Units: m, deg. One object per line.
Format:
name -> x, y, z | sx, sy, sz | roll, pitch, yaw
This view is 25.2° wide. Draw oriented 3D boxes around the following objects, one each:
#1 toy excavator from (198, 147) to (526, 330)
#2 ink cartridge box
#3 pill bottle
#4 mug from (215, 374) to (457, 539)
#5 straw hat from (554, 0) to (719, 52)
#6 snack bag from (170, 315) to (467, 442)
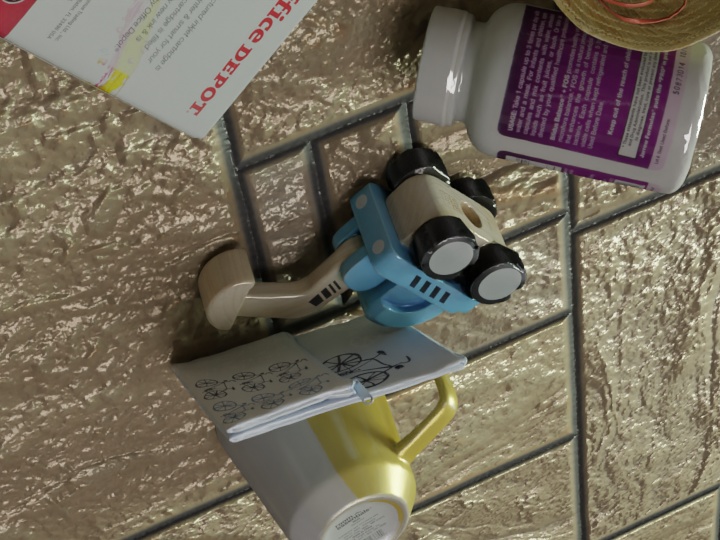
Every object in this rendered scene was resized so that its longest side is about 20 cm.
toy excavator -> 0.000, 0.000, 1.260 | 0.200, 0.100, 0.194 | -40, 138, 22
ink cartridge box -> -0.140, -0.201, 0.928 | 0.145, 0.145, 0.199 | -47, 137, 16
pill bottle -> 0.141, -0.128, 1.146 | 0.198, 0.113, 0.113 | 13, 131, 5
mug -> -0.021, 0.147, 1.335 | 0.148, 0.154, 0.187 | 3, 128, -32
straw hat -> 0.208, -0.251, 1.126 | 0.201, 0.202, 0.085 | -39, 176, 8
snack bag -> -0.034, 0.073, 1.245 | 0.198, 0.188, 0.022 | -16, 105, -15
